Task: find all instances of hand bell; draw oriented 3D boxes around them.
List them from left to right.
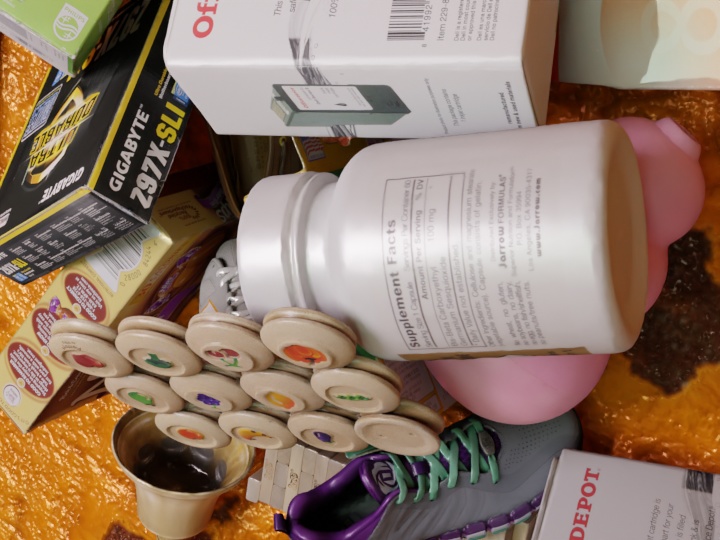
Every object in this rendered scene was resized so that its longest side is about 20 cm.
[{"bbox_3d":[-0.144,0.206,0.977,0.103,0.104,0.202,25,123,19],"label":"hand bell"}]

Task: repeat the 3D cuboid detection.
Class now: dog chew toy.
[{"bbox_3d":[0.121,-0.006,0.768,0.125,0.124,0.200,45,109,11],"label":"dog chew toy"}]

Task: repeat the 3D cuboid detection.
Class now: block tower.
[{"bbox_3d":[0.021,0.156,0.889,0.197,0.054,0.059,17,108,22],"label":"block tower"}]

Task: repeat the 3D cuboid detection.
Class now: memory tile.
[{"bbox_3d":[-0.064,0.066,0.731,0.197,0.153,0.017,-4,57,31],"label":"memory tile"}]

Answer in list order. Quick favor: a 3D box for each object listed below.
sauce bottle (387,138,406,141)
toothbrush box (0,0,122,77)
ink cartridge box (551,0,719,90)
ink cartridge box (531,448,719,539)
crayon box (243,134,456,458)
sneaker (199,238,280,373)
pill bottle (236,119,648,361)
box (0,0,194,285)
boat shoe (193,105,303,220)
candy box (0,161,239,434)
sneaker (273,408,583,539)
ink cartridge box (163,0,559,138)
[{"bbox_3d":[0.025,-0.122,0.814,0.200,0.066,0.066,49,118,12],"label":"sauce bottle"},{"bbox_3d":[-0.150,-0.224,0.767,0.085,0.145,0.202,31,86,-13],"label":"toothbrush box"},{"bbox_3d":[0.132,-0.189,0.758,0.197,0.050,0.165,4,103,23],"label":"ink cartridge box"},{"bbox_3d":[0.194,0.195,0.739,0.197,0.146,0.085,8,135,19],"label":"ink cartridge box"},{"bbox_3d":[0.000,0.000,0.823,0.051,0.125,0.203,-20,91,28],"label":"crayon box"},{"bbox_3d":[-0.078,0.026,0.843,0.074,0.200,0.094,-3,93,-10],"label":"sneaker"},{"bbox_3d":[0.042,-0.011,0.680,0.197,0.114,0.116,-3,100,24],"label":"pill bottle"},{"bbox_3d":[-0.171,-0.088,0.845,0.049,0.162,0.199,31,153,-26],"label":"box"},{"bbox_3d":[-0.076,-0.127,0.865,0.071,0.067,0.203,-8,98,28],"label":"boat shoe"},{"bbox_3d":[-0.168,0.018,0.918,0.056,0.116,0.200,45,116,10],"label":"candy box"},{"bbox_3d":[0.045,0.131,0.802,0.198,0.088,0.075,-28,65,3],"label":"sneaker"},{"bbox_3d":[0.007,-0.156,0.723,0.197,0.084,0.148,3,68,18],"label":"ink cartridge box"}]
